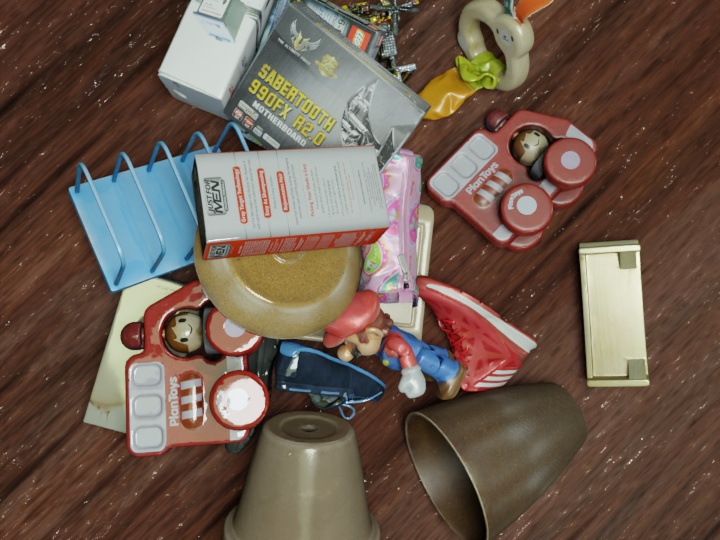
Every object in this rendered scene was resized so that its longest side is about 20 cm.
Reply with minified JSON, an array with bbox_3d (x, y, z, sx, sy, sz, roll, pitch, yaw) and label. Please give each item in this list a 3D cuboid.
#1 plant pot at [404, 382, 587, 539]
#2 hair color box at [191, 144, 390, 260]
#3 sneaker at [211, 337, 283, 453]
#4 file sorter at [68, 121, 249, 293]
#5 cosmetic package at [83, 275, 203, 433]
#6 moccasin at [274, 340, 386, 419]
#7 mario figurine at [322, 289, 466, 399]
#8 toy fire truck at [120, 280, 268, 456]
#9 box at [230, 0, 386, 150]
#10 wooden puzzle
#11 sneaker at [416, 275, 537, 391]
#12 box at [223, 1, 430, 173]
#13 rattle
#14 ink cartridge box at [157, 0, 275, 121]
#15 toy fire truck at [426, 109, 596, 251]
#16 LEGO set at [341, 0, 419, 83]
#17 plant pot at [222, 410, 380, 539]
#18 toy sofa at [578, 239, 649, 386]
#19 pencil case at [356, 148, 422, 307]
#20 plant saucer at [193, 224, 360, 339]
[{"bbox_3d":[0.191,0.230,0.984,0.200,0.187,0.187,-23,94,-19],"label":"plant pot"},{"bbox_3d":[-0.077,-0.076,0.813,0.200,0.061,0.102,-5,75,-19],"label":"hair color box"},{"bbox_3d":[-0.158,0.139,0.989,0.091,0.076,0.200,12,81,0],"label":"sneaker"},{"bbox_3d":[-0.226,-0.082,0.903,0.200,0.123,0.139,-22,86,-27],"label":"file sorter"},{"bbox_3d":[-0.275,0.107,0.968,0.103,0.073,0.200,16,89,-7],"label":"cosmetic package"},{"bbox_3d":[-0.045,0.145,0.958,0.200,0.080,0.068,29,77,-44],"label":"moccasin"},{"bbox_3d":[0.026,0.104,0.935,0.200,0.123,0.106,31,62,-21],"label":"mario figurine"},{"bbox_3d":[-0.196,0.112,0.882,0.168,0.112,0.200,-4,83,-9],"label":"toy fire truck"},{"bbox_3d":[-0.069,-0.236,0.937,0.137,0.040,0.200,29,117,9],"label":"box"},{"bbox_3d":[0.000,0.000,1.015,0.185,0.037,0.200,6,86,-8],"label":"wooden puzzle"},{"bbox_3d":[0.136,0.096,1.003,0.200,0.078,0.116,31,89,-14],"label":"sneaker"},{"bbox_3d":[-0.041,-0.192,0.891,0.200,0.048,0.158,39,117,-2],"label":"box"},{"bbox_3d":[0.144,-0.281,0.935,0.143,0.200,0.130,-16,92,-10],"label":"rattle"},{"bbox_3d":[-0.165,-0.303,0.929,0.086,0.146,0.200,22,89,-6],"label":"ink cartridge box"},{"bbox_3d":[0.209,-0.134,1.005,0.168,0.112,0.200,42,86,13],"label":"toy fire truck"},{"bbox_3d":[0.005,-0.262,0.964,0.153,0.116,0.200,-4,92,-6],"label":"LEGO set"},{"bbox_3d":[-0.068,0.273,0.922,0.200,0.200,0.175,3,100,-6],"label":"plant pot"},{"bbox_3d":[0.352,0.059,1.041,0.083,0.098,0.200,-4,93,18],"label":"toy sofa"},{"bbox_3d":[0.039,-0.055,0.961,0.087,0.087,0.200,3,81,-6],"label":"pencil case"},{"bbox_3d":[-0.087,-0.023,0.852,0.200,0.035,0.201,7,69,-20],"label":"plant saucer"}]
